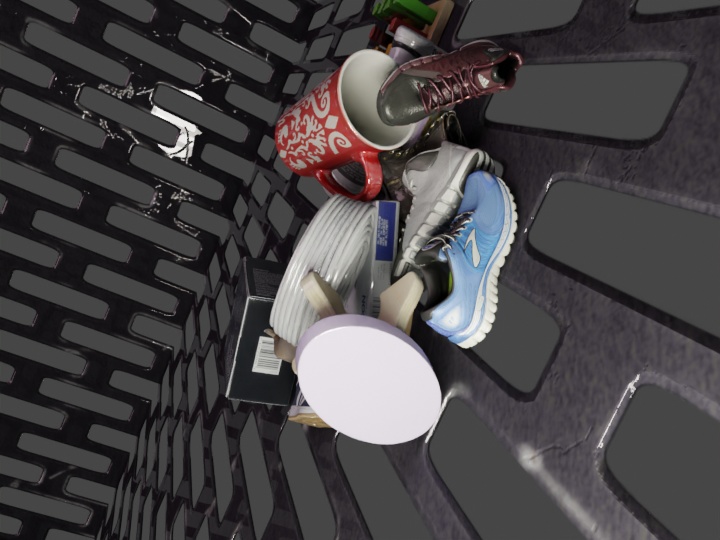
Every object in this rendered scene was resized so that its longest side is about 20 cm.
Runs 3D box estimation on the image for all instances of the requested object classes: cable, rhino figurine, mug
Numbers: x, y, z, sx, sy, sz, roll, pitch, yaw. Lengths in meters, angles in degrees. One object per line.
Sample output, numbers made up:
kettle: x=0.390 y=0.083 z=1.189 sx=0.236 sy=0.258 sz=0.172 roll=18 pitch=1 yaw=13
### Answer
cable: x=-0.044 y=0.001 z=0.920 sx=0.203 sy=0.068 sz=0.200 roll=-64 pitch=-6 yaw=-6
rhino figurine: x=-0.085 y=0.104 z=1.080 sx=0.087 sy=0.060 sz=0.199 roll=-39 pitch=26 yaw=-20
mug: x=-0.037 y=-0.191 z=1.025 sx=0.198 sy=0.132 sz=0.181 roll=-13 pitch=54 yaw=54

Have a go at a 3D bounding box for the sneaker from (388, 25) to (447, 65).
sneaker: x=0.075 y=-0.310 z=1.144 sx=0.116 sy=0.074 sz=0.200 roll=-60 pitch=-10 yaw=17

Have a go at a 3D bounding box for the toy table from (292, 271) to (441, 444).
toy table: x=0.003 y=0.089 z=0.798 sx=0.181 sy=0.202 sz=0.118 roll=-27 pitch=37 yaw=6

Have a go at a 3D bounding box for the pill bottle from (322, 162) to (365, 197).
pill bottle: x=0.013 y=-0.208 z=1.231 sx=0.115 sy=0.111 sz=0.201 roll=-87 pitch=23 yaw=-44

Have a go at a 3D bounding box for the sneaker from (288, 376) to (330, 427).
sneaker: x=-0.053 y=0.171 z=1.073 sx=0.200 sy=0.069 sz=0.111 roll=152 pitch=135 yaw=-67

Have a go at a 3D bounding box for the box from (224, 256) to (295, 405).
box: x=-0.178 y=0.109 z=1.357 sx=0.197 sy=0.121 sz=0.204 roll=-120 pitch=43 yaw=-65

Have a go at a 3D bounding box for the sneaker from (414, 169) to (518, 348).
sneaker: x=0.112 y=-0.025 z=0.797 sx=0.078 sy=0.088 sz=0.204 roll=-29 pitch=43 yaw=60

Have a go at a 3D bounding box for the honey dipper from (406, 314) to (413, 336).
honey dipper: x=0.064 y=0.050 z=0.937 sx=0.038 sy=0.037 sz=0.204 roll=-33 pitch=42 yaw=59

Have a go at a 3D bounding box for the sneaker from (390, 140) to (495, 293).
sneaker: x=0.079 y=-0.073 z=0.920 sx=0.115 sy=0.075 sz=0.202 roll=36 pitch=95 yaw=45

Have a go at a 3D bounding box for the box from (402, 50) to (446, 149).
box: x=0.099 y=-0.234 z=1.124 sx=0.039 sy=0.041 sz=0.203 roll=36 pitch=107 yaw=33

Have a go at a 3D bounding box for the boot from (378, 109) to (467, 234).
boot: x=0.084 y=-0.165 z=1.023 sx=0.174 sy=0.068 sz=0.204 roll=-45 pitch=58 yaw=50

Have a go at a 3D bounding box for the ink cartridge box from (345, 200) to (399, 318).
ink cartridge box: x=0.000 y=0.000 z=1.072 sx=0.200 sy=0.040 sz=0.205 roll=-174 pitch=87 yaw=-72

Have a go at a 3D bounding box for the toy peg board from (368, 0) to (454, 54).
toy peg board: x=0.061 y=-0.413 z=1.357 sx=0.203 sy=0.096 sz=0.200 roll=-67 pitch=18 yaw=4

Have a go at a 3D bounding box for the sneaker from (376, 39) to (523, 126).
sneaker: x=0.120 y=-0.241 z=0.922 sx=0.198 sy=0.077 sz=0.115 roll=-30 pitch=26 yaw=-14
